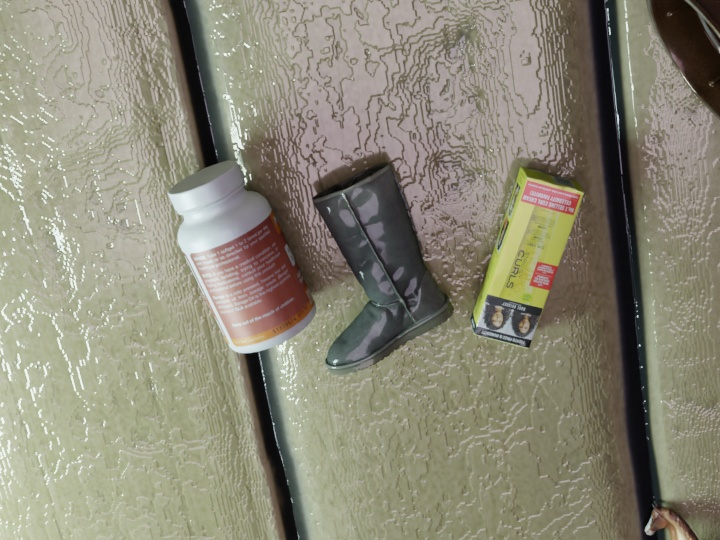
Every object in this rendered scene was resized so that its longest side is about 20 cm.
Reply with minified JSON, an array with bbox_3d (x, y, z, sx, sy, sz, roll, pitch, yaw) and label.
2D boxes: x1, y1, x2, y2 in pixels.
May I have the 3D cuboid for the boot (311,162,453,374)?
[{"bbox_3d":[-0.001,0.000,1.401,0.182,0.073,0.200,-32,114,-5],"label":"boot"}]

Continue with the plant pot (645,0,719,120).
[{"bbox_3d":[0.436,-0.274,1.260,0.198,0.200,0.200,-36,107,3],"label":"plant pot"}]

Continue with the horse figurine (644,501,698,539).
[{"bbox_3d":[0.430,0.395,1.515,0.050,0.200,0.133,-3,118,-40],"label":"horse figurine"}]

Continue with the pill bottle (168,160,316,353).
[{"bbox_3d":[-0.136,-0.017,1.370,0.112,0.112,0.200,-21,109,6],"label":"pill bottle"}]

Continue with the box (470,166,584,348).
[{"bbox_3d":[0.192,-0.014,1.411,0.075,0.050,0.200,16,108,-6],"label":"box"}]
